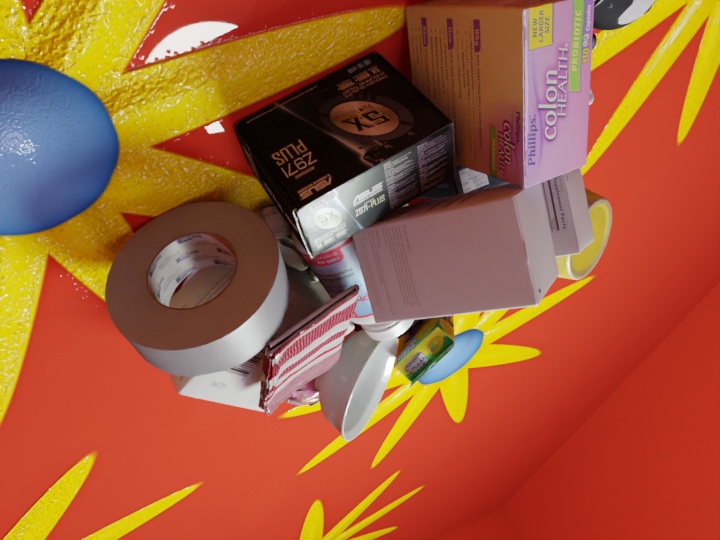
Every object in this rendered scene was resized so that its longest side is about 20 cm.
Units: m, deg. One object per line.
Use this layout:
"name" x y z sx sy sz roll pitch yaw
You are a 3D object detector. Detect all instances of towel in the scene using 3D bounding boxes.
"towel" -0.067 0.108 0.795 0.144 0.023 0.201 -35 161 -28

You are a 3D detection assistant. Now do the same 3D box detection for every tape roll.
"tape roll" -0.183 0.017 0.705 0.199 0.201 0.066 -29 147 -12

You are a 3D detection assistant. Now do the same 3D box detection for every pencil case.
"pencil case" -0.106 0.158 1.057 0.082 0.087 0.201 -7 141 -3

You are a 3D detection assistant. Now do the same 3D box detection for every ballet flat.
"ballet flat" -0.076 -0.023 0.863 0.068 0.068 0.199 -32 145 24

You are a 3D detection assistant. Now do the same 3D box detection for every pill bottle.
"pill bottle" 0.000 0.000 0.826 0.108 0.109 0.201 -35 124 -3

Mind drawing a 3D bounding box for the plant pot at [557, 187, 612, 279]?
"plant pot" 0.282 -0.076 0.980 0.200 0.188 0.203 -24 126 -37

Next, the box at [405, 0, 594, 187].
"box" 0.150 -0.212 0.692 0.096 0.200 0.177 -21 120 -23

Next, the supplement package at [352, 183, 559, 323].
"supplement package" 0.112 -0.022 0.717 0.198 0.122 0.120 -9 -168 31

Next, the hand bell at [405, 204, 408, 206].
"hand bell" 0.070 -0.052 0.845 0.104 0.200 0.105 -33 152 -21

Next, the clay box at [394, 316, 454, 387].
"clay box" 0.121 0.125 1.146 0.115 0.048 0.200 -47 -173 18

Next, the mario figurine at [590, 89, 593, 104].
"mario figurine" 0.250 -0.256 0.865 0.123 0.106 0.200 -35 148 1

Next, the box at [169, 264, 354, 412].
"box" -0.151 0.078 0.872 0.199 0.131 0.200 -43 147 9

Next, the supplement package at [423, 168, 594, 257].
"supplement package" 0.207 -0.069 0.857 0.198 0.111 0.113 -10 -174 33

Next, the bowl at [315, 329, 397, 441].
"bowl" -0.017 0.183 1.063 0.201 0.090 0.202 -53 155 -38

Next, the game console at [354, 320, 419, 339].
"game console" 0.085 0.039 1.109 0.172 0.119 0.200 33 126 -23

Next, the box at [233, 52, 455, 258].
"box" -0.018 -0.137 0.705 0.199 0.164 0.086 -30 146 -10

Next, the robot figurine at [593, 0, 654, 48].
"robot figurine" 0.287 -0.367 0.750 0.199 0.152 0.124 -5 165 -40

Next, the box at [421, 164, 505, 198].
"box" 0.174 -0.155 0.857 0.199 0.157 0.051 -23 107 -19
